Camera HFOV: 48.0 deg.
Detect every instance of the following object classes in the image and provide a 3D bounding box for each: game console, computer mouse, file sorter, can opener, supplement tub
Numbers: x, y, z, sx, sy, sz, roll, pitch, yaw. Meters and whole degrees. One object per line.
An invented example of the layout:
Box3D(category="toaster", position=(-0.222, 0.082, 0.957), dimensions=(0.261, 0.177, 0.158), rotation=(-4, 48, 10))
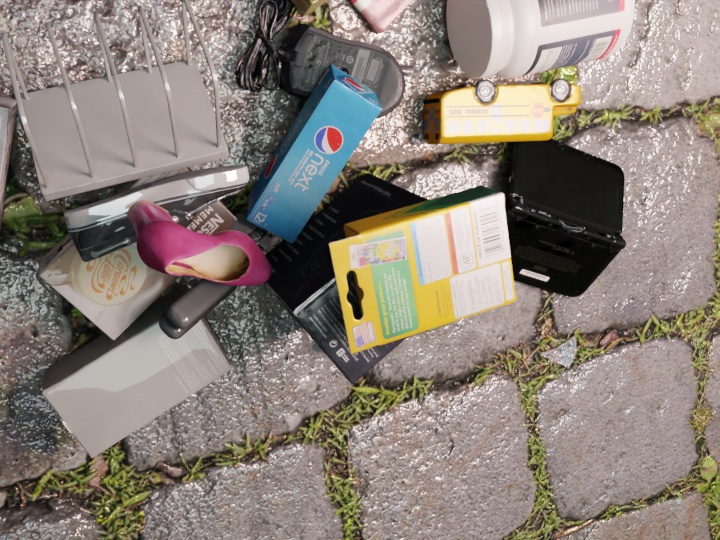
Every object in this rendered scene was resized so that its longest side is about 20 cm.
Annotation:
Box3D(category="game console", position=(0.269, -0.077, 1.156), dimensions=(0.199, 0.117, 0.176), rotation=(16, 128, -22))
Box3D(category="computer mouse", position=(-0.041, -0.251, 0.983), dimensions=(0.199, 0.053, 0.139), rotation=(21, 95, -13))
Box3D(category="file sorter", position=(-0.256, -0.186, 0.846), dimensions=(0.199, 0.139, 0.125), rotation=(-16, 153, -15))
Box3D(category="can opener", position=(-0.171, -0.003, 0.953), dimensions=(0.067, 0.053, 0.200), rotation=(45, 46, -1))
Box3D(category="supplement tub", position=(0.222, -0.319, 1.006), dimensions=(0.199, 0.140, 0.141), rotation=(-15, 109, -16))

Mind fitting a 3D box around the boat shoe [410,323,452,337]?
Box3D(category="boat shoe", position=(0.044, 0.063, 1.096), dimensions=(0.199, 0.072, 0.068), rotation=(-20, 74, -7))

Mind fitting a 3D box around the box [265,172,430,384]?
Box3D(category="box", position=(0.000, 0.000, 0.979), dimensions=(0.196, 0.200, 0.124), rotation=(-41, 115, -5))

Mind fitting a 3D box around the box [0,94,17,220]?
Box3D(category="box", position=(-0.396, -0.079, 0.837), dimensions=(0.048, 0.158, 0.201), rotation=(8, 102, -21))

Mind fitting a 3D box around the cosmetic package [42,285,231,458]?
Box3D(category="cosmetic package", position=(-0.269, 0.120, 0.978), dimensions=(0.199, 0.090, 0.107), rotation=(-29, 111, -7))

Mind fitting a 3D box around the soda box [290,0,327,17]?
Box3D(category="soda box", position=(0.001, -0.372, 0.918), dimensions=(0.200, 0.068, 0.064), rotation=(-36, 101, -9))

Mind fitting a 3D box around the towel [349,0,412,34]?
Box3D(category="towel", position=(0.007, -0.409, 0.971), dimensions=(0.144, 0.023, 0.200), rotation=(-45, 112, -2))

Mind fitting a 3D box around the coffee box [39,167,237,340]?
Box3D(category="coffee box", position=(-0.258, -0.036, 0.941), dimensions=(0.200, 0.080, 0.114), rotation=(-44, 114, -4))

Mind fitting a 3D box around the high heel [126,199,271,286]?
Box3D(category="high heel", position=(-0.151, -0.005, 0.842), dimensions=(0.067, 0.096, 0.200), rotation=(-44, 141, 8))

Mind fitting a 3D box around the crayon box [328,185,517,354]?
Box3D(category="crayon box", position=(0.062, -0.003, 0.863), dimensions=(0.199, 0.052, 0.127), rotation=(-16, 110, -16))

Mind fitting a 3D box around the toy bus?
Box3D(category="toy bus", position=(0.186, -0.208, 1.058), dimensions=(0.199, 0.065, 0.079), rotation=(-4, 99, -15))

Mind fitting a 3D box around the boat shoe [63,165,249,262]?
Box3D(category="boat shoe", position=(-0.211, -0.060, 0.869), dimensions=(0.199, 0.072, 0.068), rotation=(-19, 105, -11))

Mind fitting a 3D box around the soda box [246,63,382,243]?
Box3D(category="soda box", position=(-0.059, -0.136, 0.961), dimensions=(0.068, 0.064, 0.200), rotation=(27, 114, -21))
